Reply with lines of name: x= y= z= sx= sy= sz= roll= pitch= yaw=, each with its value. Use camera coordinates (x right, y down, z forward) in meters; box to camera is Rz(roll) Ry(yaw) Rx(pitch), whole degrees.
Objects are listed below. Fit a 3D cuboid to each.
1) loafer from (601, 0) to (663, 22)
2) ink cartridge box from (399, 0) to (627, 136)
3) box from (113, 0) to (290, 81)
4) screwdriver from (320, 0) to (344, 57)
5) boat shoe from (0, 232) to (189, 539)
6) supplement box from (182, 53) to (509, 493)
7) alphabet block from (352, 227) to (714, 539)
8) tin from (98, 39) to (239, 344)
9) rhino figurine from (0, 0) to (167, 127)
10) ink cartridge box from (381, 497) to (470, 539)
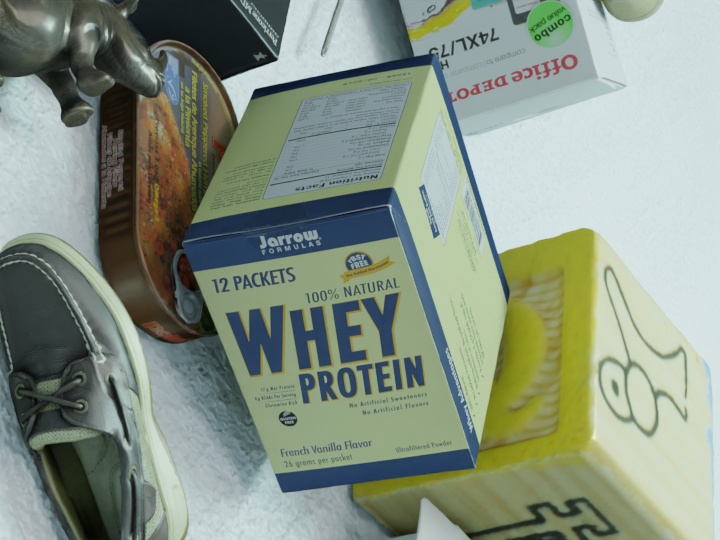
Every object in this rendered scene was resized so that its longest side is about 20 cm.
loafer: x=0.211 y=-0.305 z=1.532 sx=0.068 sy=0.075 sz=0.201 roll=-49 pitch=122 yaw=-79
ink cartridge box: x=0.119 y=-0.229 z=1.551 sx=0.146 sy=0.146 sz=0.201 roll=-7 pitch=80 yaw=-74
box: x=-0.127 y=-0.241 z=1.225 sx=0.200 sy=0.079 sz=0.141 roll=49 pitch=34 yaw=-37
screwdriver: x=-0.007 y=-0.230 z=1.468 sx=0.028 sy=0.029 sz=0.200 roll=54 pitch=28 yaw=-31
boat shoe: x=-0.154 y=0.079 z=1.014 sx=0.201 sy=0.072 sz=0.066 roll=70 pitch=24 yaw=-14
supplement box: x=0.000 y=0.000 z=1.202 sx=0.200 sy=0.134 sz=0.200 roll=-72 pitch=147 yaw=-56
alphabet block: x=0.133 y=0.117 z=1.364 sx=0.200 sy=0.196 sz=0.196 roll=46 pitch=37 yaw=-39
tin: x=-0.119 y=-0.050 z=1.178 sx=0.112 sy=0.042 sz=0.201 roll=27 pitch=53 yaw=-48
rhino figurine: x=-0.177 y=-0.133 z=1.081 sx=0.200 sy=0.060 sz=0.088 roll=-5 pitch=64 yaw=-55
ink cartridge box: x=0.061 y=0.260 z=1.293 sx=0.200 sy=0.067 sz=0.117 roll=50 pitch=37 yaw=-37
